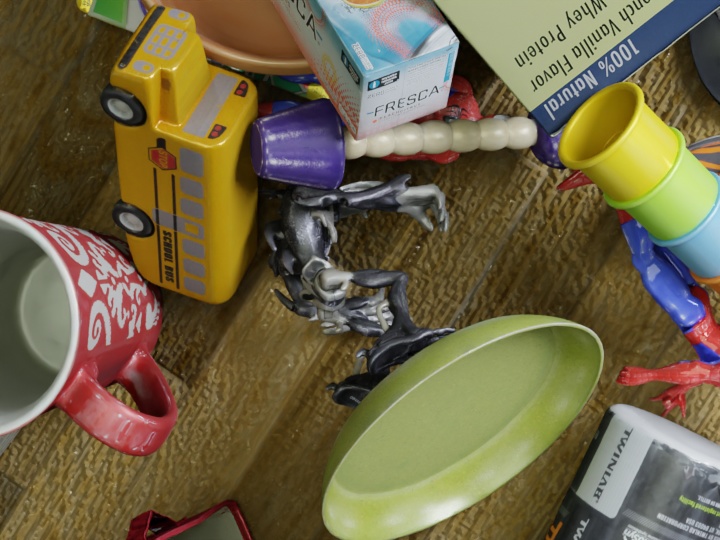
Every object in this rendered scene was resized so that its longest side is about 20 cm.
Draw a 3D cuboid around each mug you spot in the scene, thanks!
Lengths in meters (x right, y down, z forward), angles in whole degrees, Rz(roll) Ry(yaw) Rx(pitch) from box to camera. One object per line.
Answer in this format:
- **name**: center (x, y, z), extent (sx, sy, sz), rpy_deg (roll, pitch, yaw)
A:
- **mug**: center (-0.197, 0.048, 1.139), extent (0.133, 0.200, 0.178), rpy_deg (-25, 87, 10)

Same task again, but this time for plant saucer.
- **plant saucer**: center (-0.050, -0.202, 1.148), extent (0.200, 0.037, 0.201), rpy_deg (2, 60, -4)
- **plant saucer**: center (0.056, 0.091, 1.101), extent (0.200, 0.200, 0.031), rpy_deg (-41, 60, 9)

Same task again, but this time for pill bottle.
- **pill bottle**: center (0.158, 0.192, 1.117), extent (0.106, 0.106, 0.200), rpy_deg (26, 95, 10)

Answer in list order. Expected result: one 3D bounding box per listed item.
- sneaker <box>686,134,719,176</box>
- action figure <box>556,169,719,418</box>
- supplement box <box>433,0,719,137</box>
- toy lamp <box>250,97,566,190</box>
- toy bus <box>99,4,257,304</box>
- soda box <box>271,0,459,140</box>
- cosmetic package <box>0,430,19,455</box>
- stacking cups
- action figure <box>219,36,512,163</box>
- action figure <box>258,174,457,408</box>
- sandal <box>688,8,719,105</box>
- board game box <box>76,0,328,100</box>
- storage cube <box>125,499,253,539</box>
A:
- **sneaker**: center (0.253, -0.055, 1.090), extent (0.200, 0.112, 0.078), rpy_deg (-15, 87, 12)
- **action figure**: center (0.176, 0.029, 1.108), extent (0.099, 0.065, 0.200), rpy_deg (-38, 92, 29)
- **supplement box**: center (0.120, -0.228, 1.044), extent (0.200, 0.134, 0.200), rpy_deg (-38, 108, 17)
- **toy lamp**: center (0.033, -0.081, 1.108), extent (0.200, 0.058, 0.058), rpy_deg (-6, 90, -15)
- **toy bus**: center (-0.108, -0.068, 1.123), extent (0.078, 0.200, 0.065), rpy_deg (20, 55, 11)
- **soda box**: center (-0.018, -0.178, 1.076), extent (0.063, 0.068, 0.200), rpy_deg (-23, 64, -17)
- **cosmetic package**: center (-0.297, 0.099, 1.160), extent (0.087, 0.200, 0.103), rpy_deg (41, 98, 8)
- **stacking cups**: center (0.201, -0.024, 1.044), extent (0.200, 0.061, 0.061), rpy_deg (39, 99, -25)
- **action figure**: center (0.004, -0.105, 1.159), extent (0.200, 0.052, 0.066), rpy_deg (9, 92, -8)
- **action figure**: center (0.000, 0.000, 1.146), extent (0.119, 0.102, 0.200), rpy_deg (109, 146, -41)
- **sandal**: center (0.237, -0.187, 1.127), extent (0.076, 0.043, 0.201), rpy_deg (-8, 89, 12)
- **board game box**: center (-0.090, -0.185, 1.204), extent (0.200, 0.030, 0.096), rpy_deg (22, 96, 13)
- **storage cube**: center (-0.147, 0.267, 1.148), extent (0.180, 0.171, 0.200), rpy_deg (-25, 87, 12)
